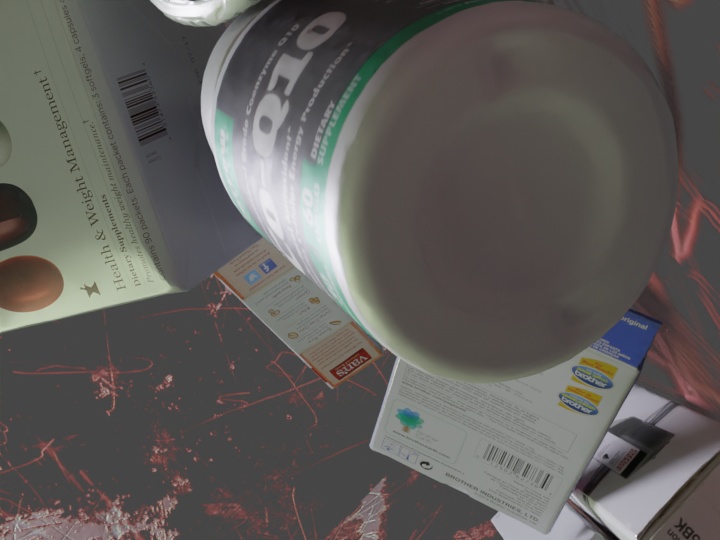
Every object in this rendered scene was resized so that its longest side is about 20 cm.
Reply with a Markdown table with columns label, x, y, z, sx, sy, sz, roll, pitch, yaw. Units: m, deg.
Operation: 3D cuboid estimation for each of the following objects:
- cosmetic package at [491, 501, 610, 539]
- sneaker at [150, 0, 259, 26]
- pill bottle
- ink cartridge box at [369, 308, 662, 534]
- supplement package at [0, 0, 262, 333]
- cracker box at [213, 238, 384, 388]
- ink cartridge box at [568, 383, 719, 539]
| label | x | y | z | sx | sy | sz | roll | pitch | yaw |
| --- | --- | --- | --- | --- | --- | --- | --- | --- | --- |
| cosmetic package | 0.143 | 0.192 | 0.749 | 0.082 | 0.051 | 0.200 | 42 | 178 | -1 |
| sneaker | -0.093 | -0.173 | 0.500 | 0.200 | 0.076 | 0.088 | 41 | 175 | 47 |
| pill bottle | 0.011 | -0.046 | 0.412 | 0.113 | 0.113 | 0.200 | 47 | 176 | -26 |
| ink cartridge box | 0.079 | 0.057 | 0.624 | 0.119 | 0.042 | 0.201 | 25 | 141 | 10 |
| supplement package | -0.181 | -0.078 | 0.664 | 0.147 | 0.199 | 0.192 | -42 | -63 | -63 |
| cracker box | -0.069 | -0.014 | 0.908 | 0.200 | 0.058 | 0.134 | 48 | -169 | -41 |
| ink cartridge box | 0.202 | 0.152 | 0.688 | 0.147 | 0.083 | 0.200 | 46 | 177 | -9 |
